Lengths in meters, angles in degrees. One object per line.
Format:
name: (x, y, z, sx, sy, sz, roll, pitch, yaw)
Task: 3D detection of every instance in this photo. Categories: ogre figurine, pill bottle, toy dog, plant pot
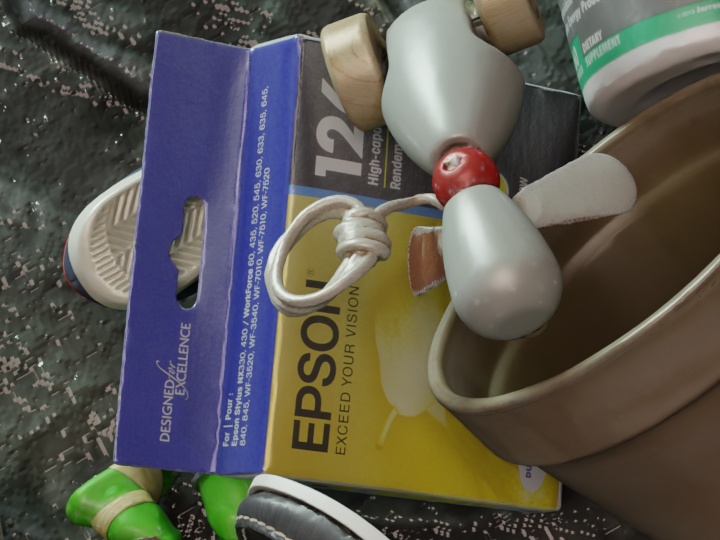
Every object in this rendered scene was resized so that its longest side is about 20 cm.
ogre figurine: (-0.101, 0.158, 0.989, 0.200, 0.098, 0.120, -40, 63, -13)
pill bottle: (0.135, -0.176, 1.014, 0.113, 0.113, 0.200, -14, 75, 6)
toy dog: (0.047, -0.041, 0.922, 0.132, 0.096, 0.200, -8, 52, 26)
plant pot: (0.156, 0.044, 0.924, 0.200, 0.200, 0.174, -42, 107, -2)

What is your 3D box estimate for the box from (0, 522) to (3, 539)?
box: (-0.263, 0.153, 0.974, 0.200, 0.109, 0.128, -20, 74, 26)

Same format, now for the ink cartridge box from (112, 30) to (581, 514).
ink cartridge box: (0.000, 0.000, 0.985, 0.200, 0.047, 0.198, 9, 78, -24)

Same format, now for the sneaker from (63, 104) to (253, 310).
sneaker: (-0.053, -0.040, 1.040, 0.200, 0.085, 0.075, -23, 91, -21)

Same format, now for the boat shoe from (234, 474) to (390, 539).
boat shoe: (0.017, 0.163, 0.906, 0.200, 0.074, 0.060, 39, 69, 15)
